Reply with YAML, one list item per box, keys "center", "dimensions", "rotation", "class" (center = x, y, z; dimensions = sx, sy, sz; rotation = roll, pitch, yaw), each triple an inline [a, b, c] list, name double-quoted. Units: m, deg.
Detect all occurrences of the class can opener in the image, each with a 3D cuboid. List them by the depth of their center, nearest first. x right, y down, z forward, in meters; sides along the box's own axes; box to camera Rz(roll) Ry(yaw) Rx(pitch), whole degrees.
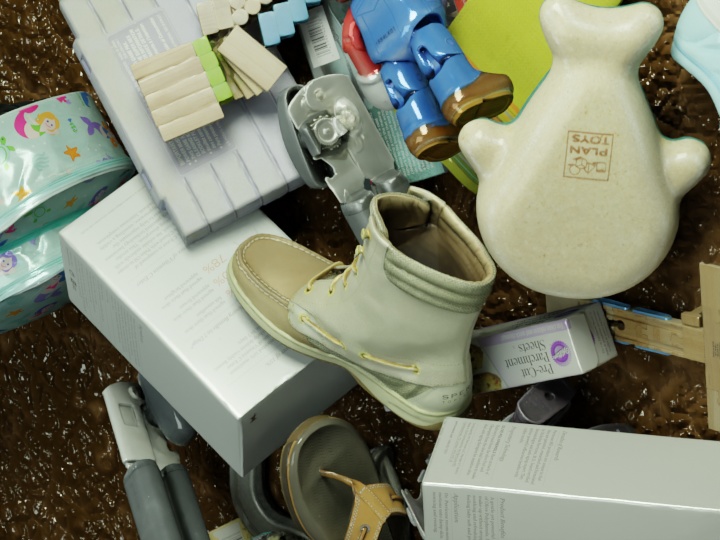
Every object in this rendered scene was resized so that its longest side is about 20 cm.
- center: [0.007, -0.043, 1.640]
  dimensions: [0.201, 0.053, 0.067]
  rotation: [62, 156, -10]
  class: "can opener"
- center: [-0.144, 0.154, 1.789]
  dimensions: [0.067, 0.053, 0.201]
  rotation: [-51, 45, 32]
  class: "can opener"

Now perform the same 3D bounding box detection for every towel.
- center: [0.100, -0.146, 1.547]
  dimensions: [0.086, 0.018, 0.200]
  rotation: [46, 126, 14]
  class: "towel"

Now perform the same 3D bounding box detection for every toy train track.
- center: [0.206, 0.038, 1.535]
  dimensions: [0.199, 0.032, 0.115]
  rotation: [14, 119, 42]
  class: "toy train track"

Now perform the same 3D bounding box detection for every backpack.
- center: [-0.264, -0.043, 1.795]
  dimensions: [0.151, 0.177, 0.200]
  rotation: [54, 131, 11]
  class: "backpack"

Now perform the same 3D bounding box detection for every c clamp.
- center: [-0.040, 0.146, 1.767]
  dimensions: [0.199, 0.027, 0.172]
  rotation: [24, 118, 31]
  class: "c clamp"

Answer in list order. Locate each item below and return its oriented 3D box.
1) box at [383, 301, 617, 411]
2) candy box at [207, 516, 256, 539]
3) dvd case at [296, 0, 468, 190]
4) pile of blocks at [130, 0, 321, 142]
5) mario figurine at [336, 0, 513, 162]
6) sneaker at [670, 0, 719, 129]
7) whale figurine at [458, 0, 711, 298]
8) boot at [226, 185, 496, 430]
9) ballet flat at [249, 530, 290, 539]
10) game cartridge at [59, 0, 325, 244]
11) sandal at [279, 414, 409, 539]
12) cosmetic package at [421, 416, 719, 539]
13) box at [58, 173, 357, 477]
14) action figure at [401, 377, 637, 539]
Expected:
- center: [0.087, 0.060, 1.614]
  dimensions: [0.199, 0.039, 0.042]
  rotation: [-14, 97, 48]
  class: "box"
- center: [-0.082, 0.306, 1.832]
  dimensions: [0.200, 0.055, 0.115]
  rotation: [55, 129, 14]
  class: "candy box"
- center: [0.049, -0.139, 1.613]
  dimensions: [0.199, 0.022, 0.147]
  rotation: [-17, 92, 40]
  class: "dvd case"
- center: [-0.077, -0.171, 1.653]
  dimensions: [0.082, 0.062, 0.200]
  rotation: [42, 89, -2]
  class: "pile of blocks"
- center: [0.036, -0.177, 1.552]
  dimensions: [0.123, 0.106, 0.201]
  rotation: [-28, 75, 7]
  class: "mario figurine"
- center: [0.263, -0.092, 1.427]
  dimensions: [0.200, 0.074, 0.082]
  rotation: [55, 138, 24]
  class: "sneaker"
- center: [0.141, -0.084, 1.490]
  dimensions: [0.158, 0.104, 0.201]
  rotation: [4, 117, 3]
  class: "whale figurine"
- center: [0.000, 0.000, 1.570]
  dimensions: [0.200, 0.072, 0.155]
  rotation: [34, 143, 20]
  class: "boot"
- center: [-0.018, 0.274, 1.761]
  dimensions: [0.201, 0.072, 0.072]
  rotation: [49, 128, 7]
  class: "ballet flat"
- center: [-0.118, -0.132, 1.687]
  dimensions: [0.129, 0.038, 0.201]
  rotation: [-28, 78, -2]
  class: "game cartridge"
- center: [0.005, 0.190, 1.679]
  dimensions: [0.054, 0.082, 0.201]
  rotation: [1, 117, 45]
  class: "sandal"
- center: [0.145, 0.167, 1.529]
  dimensions: [0.199, 0.085, 0.108]
  rotation: [5, 120, 12]
  class: "cosmetic package"
- center: [-0.105, 0.026, 1.703]
  dimensions: [0.200, 0.124, 0.098]
  rotation: [44, 158, 21]
  class: "box"
- center: [0.102, 0.160, 1.634]
  dimensions: [0.130, 0.069, 0.200]
  rotation: [46, 131, 10]
  class: "action figure"
